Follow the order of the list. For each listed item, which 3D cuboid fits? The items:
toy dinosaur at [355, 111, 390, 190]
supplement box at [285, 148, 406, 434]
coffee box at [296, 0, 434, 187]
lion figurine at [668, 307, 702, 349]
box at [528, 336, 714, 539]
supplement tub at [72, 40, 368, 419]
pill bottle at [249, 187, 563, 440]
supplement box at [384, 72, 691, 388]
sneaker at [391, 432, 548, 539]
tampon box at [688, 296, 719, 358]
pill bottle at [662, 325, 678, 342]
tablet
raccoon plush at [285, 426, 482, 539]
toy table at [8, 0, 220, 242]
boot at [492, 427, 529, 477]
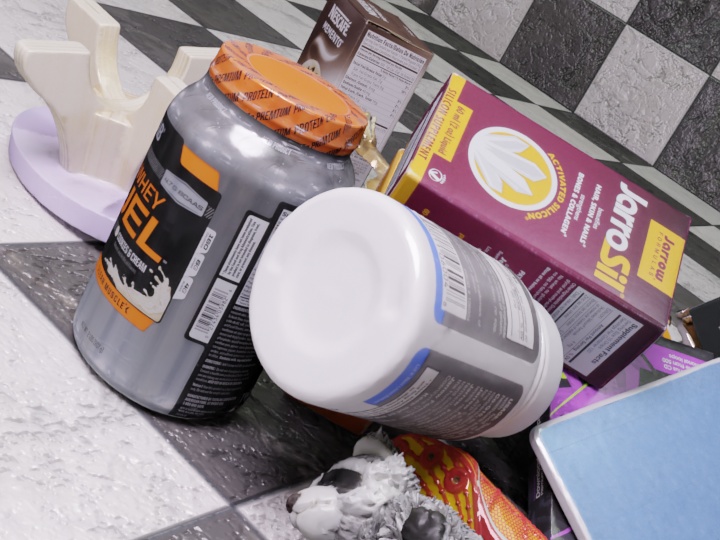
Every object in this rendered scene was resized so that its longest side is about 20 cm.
[{"bbox_3d":[0.048,-0.045,0.953,0.100,0.058,0.201,10,40,-44],"label":"toy dinosaur"},{"bbox_3d":[0.016,0.010,0.796,0.068,0.067,0.202,29,51,-4],"label":"supplement box"},{"bbox_3d":[-0.024,-0.154,1.078,0.079,0.202,0.113,19,21,-27],"label":"coffee box"},{"bbox_3d":[0.343,0.108,1.172,0.124,0.072,0.200,67,17,2],"label":"lion figurine"},{"bbox_3d":[0.185,0.129,0.776,0.141,0.036,0.203,17,54,-14],"label":"box"},{"bbox_3d":[-0.081,-0.024,0.670,0.121,0.202,0.123,26,18,-9],"label":"supplement tub"},{"bbox_3d":[0.036,0.035,0.647,0.114,0.114,0.199,44,11,35],"label":"pill bottle"},{"bbox_3d":[0.114,-0.027,0.769,0.198,0.086,0.111,30,51,-5],"label":"supplement box"},{"bbox_3d":[0.080,0.173,0.656,0.200,0.073,0.077,42,-4,32],"label":"sneaker"},{"bbox_3d":[0.428,0.114,1.076,0.149,0.125,0.203,7,64,-49],"label":"tampon box"},{"bbox_3d":[0.164,0.065,0.948,0.198,0.117,0.117,21,21,-27],"label":"pill bottle"},{"bbox_3d":[0.213,0.138,0.753,0.197,0.014,0.132,-14,66,-32],"label":"tablet"},{"bbox_3d":[0.048,0.172,0.585,0.200,0.097,0.134,42,7,-15],"label":"raccoon plush"},{"bbox_3d":[-0.181,-0.112,0.836,0.199,0.119,0.183,34,29,25],"label":"toy table"},{"bbox_3d":[0.190,0.119,0.853,0.200,0.070,0.132,43,50,6],"label":"boot"}]
